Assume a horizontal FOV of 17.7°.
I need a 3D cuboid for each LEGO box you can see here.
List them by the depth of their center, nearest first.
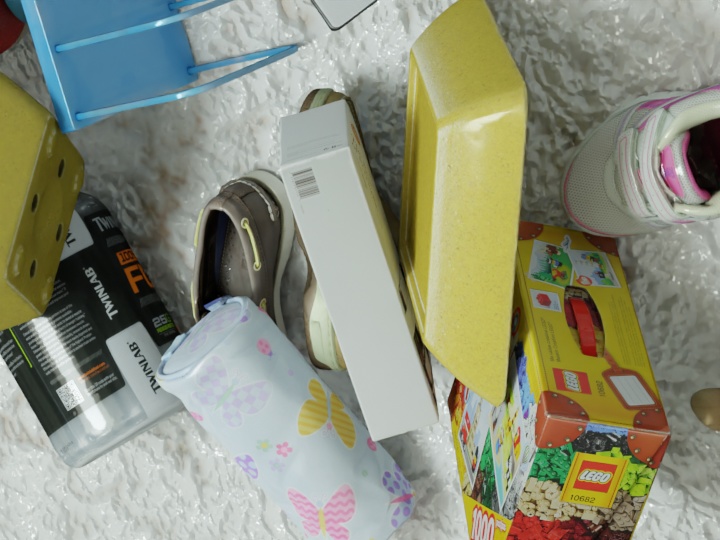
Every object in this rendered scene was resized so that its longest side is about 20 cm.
[{"bbox_3d":[0.115,0.089,1.400,0.077,0.200,0.150,9,122,-11],"label":"LEGO box"}]

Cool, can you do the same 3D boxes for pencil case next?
[{"bbox_3d":[-0.051,0.114,1.580,0.090,0.083,0.200,-31,109,36],"label":"pencil case"}]

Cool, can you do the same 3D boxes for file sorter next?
[{"bbox_3d":[-0.140,-0.213,1.518,0.122,0.139,0.201,-9,103,36],"label":"file sorter"}]

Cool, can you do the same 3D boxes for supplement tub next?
[{"bbox_3d":[-0.209,0.031,1.682,0.122,0.122,0.201,-32,87,42],"label":"supplement tub"}]

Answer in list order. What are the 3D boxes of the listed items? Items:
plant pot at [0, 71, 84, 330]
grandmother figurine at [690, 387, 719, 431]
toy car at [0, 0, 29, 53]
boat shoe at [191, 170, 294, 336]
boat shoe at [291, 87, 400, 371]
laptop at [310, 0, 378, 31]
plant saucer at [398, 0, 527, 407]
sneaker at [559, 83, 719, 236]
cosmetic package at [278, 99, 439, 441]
[{"bbox_3d":[-0.300,-0.056,1.556,0.199,0.194,0.197,11,77,8],"label":"plant pot"},{"bbox_3d":[0.278,0.040,1.345,0.121,0.061,0.200,39,131,8],"label":"grandmother figurine"},{"bbox_3d":[-0.334,-0.218,1.624,0.183,0.200,0.178,-7,104,40],"label":"toy car"},{"bbox_3d":[-0.089,0.030,1.627,0.072,0.059,0.201,23,121,29],"label":"boat shoe"},{"bbox_3d":[0.002,-0.026,1.538,0.076,0.072,0.201,6,120,21],"label":"boat shoe"},{"bbox_3d":[0.001,-0.283,1.383,0.200,0.116,0.188,-36,83,8],"label":"laptop"},{"bbox_3d":[0.057,-0.048,1.398,0.048,0.200,0.201,0,114,-7],"label":"plant saucer"},{"bbox_3d":[0.187,-0.067,1.349,0.199,0.088,0.082,-25,92,42],"label":"sneaker"},{"bbox_3d":[0.000,0.000,1.472,0.050,0.083,0.201,-17,115,3],"label":"cosmetic package"}]
